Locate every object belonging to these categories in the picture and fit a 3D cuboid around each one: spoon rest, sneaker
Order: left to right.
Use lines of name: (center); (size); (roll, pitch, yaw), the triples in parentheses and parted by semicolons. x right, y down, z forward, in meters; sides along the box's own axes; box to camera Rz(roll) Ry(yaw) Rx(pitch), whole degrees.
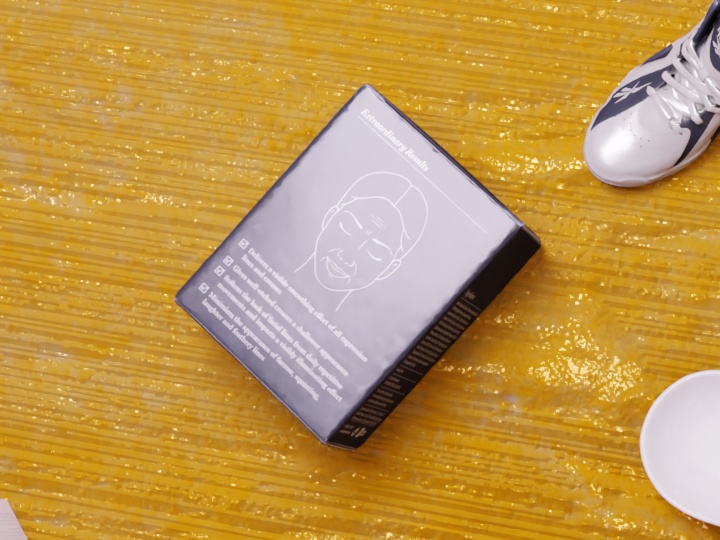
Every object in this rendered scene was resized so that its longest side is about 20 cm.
sneaker: (0.230, -0.132, 1.521); (0.199, 0.130, 0.080); (-28, 78, 7)
spoon rest: (0.274, 0.149, 1.515); (0.200, 0.061, 0.099); (41, 92, 12)

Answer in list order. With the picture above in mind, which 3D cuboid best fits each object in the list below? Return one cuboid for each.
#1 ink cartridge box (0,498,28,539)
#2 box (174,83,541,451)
ink cartridge box: (-0.270, 0.274, 1.576); (0.125, 0.129, 0.200); (-32, 78, 7)
box: (0.000, 0.000, 1.565); (0.148, 0.107, 0.200); (43, 94, 13)
